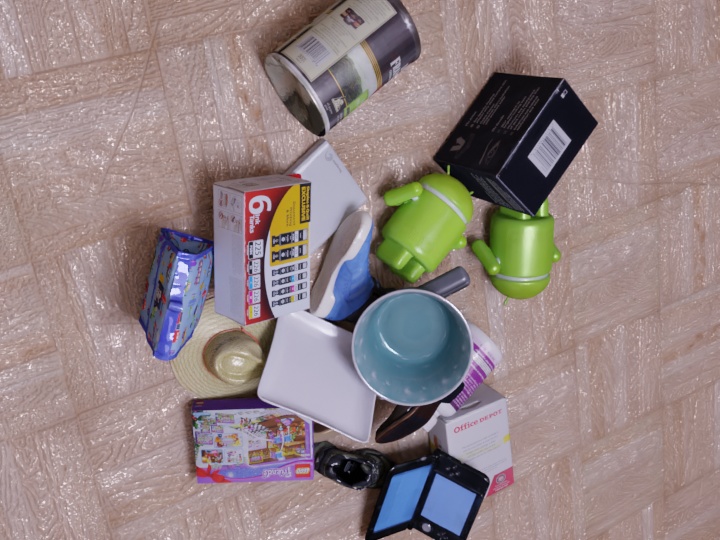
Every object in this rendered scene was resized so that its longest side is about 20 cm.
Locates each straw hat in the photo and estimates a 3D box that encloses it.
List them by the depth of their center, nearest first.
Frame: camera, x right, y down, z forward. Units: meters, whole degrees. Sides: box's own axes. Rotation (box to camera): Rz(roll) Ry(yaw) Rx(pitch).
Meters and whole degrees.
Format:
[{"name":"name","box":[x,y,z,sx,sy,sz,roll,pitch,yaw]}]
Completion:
[{"name":"straw hat","box":[-0.201,0.143,1.379,0.198,0.085,0.205,-9,108,-27]}]

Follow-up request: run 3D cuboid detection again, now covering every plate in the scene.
[{"name":"plate","box":[-0.064,0.171,1.404,0.197,0.202,0.032,26,134,-14]}]

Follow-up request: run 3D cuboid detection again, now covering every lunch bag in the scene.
[{"name":"lunch bag","box":[-0.263,0.035,1.237,0.093,0.200,0.153,14,97,-14]}]

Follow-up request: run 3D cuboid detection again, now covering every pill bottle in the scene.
[{"name":"pill bottle","box":[0.160,0.195,1.581,0.200,0.112,0.112,-47,121,-6]}]

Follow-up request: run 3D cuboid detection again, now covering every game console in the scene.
[{"name":"game console","box":[0.125,0.449,1.603,0.116,0.174,0.203,-43,154,-55]}]

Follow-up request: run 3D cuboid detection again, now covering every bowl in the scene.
[{"name":"bowl","box":[0.086,0.108,1.417,0.197,0.105,0.204,1,110,4]}]

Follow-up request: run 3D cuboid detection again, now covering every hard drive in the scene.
[{"name":"hard drive","box":[-0.095,-0.098,1.403,0.200,0.027,0.132,-45,121,-11]}]

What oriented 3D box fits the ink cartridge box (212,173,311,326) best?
[{"name":"ink cartridge box","box":[-0.132,-0.039,1.310,0.174,0.083,0.204,-15,113,-43]}]

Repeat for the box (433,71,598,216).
[{"name":"box","box":[0.262,-0.221,1.465,0.117,0.199,0.198,39,85,-31]}]

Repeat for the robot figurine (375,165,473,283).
[{"name":"robot figurine","box":[0.116,-0.079,1.474,0.201,0.115,0.175,-52,127,-6]}]

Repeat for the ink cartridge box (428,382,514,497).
[{"name":"ink cartridge box","box":[0.215,0.342,1.674,0.143,0.083,0.203,-18,113,-23]}]

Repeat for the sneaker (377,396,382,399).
[{"name":"sneaker","box":[0.094,0.144,1.554,0.098,0.071,0.203,16,93,-27]}]

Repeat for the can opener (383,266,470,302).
[{"name":"can opener","box":[0.090,0.036,1.485,0.198,0.068,0.053,-28,162,10]}]

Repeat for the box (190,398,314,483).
[{"name":"box","box":[-0.175,0.280,1.413,0.196,0.039,0.139,-1,110,-3]}]

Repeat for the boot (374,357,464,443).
[{"name":"boot","box":[0.089,0.218,1.512,0.199,0.098,0.074,-41,144,19]}]

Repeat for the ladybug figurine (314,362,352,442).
[{"name":"ladybug figurine","box":[-0.061,0.221,1.489,0.197,0.072,0.138,-15,111,-24]}]

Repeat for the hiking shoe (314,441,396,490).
[{"name":"hiking shoe","box":[0.000,0.370,1.551,0.198,0.100,0.077,18,96,-32]}]

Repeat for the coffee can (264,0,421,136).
[{"name":"coffee can","box":[-0.027,-0.324,1.304,0.199,0.146,0.147,-41,120,-12]}]

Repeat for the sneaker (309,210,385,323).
[{"name":"sneaker","box":[0.000,-0.001,1.441,0.110,0.077,0.202,15,111,-28]}]

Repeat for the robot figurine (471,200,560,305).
[{"name":"robot figurine","box":[0.296,-0.039,1.579,0.173,0.115,0.204,-12,110,-31]}]
